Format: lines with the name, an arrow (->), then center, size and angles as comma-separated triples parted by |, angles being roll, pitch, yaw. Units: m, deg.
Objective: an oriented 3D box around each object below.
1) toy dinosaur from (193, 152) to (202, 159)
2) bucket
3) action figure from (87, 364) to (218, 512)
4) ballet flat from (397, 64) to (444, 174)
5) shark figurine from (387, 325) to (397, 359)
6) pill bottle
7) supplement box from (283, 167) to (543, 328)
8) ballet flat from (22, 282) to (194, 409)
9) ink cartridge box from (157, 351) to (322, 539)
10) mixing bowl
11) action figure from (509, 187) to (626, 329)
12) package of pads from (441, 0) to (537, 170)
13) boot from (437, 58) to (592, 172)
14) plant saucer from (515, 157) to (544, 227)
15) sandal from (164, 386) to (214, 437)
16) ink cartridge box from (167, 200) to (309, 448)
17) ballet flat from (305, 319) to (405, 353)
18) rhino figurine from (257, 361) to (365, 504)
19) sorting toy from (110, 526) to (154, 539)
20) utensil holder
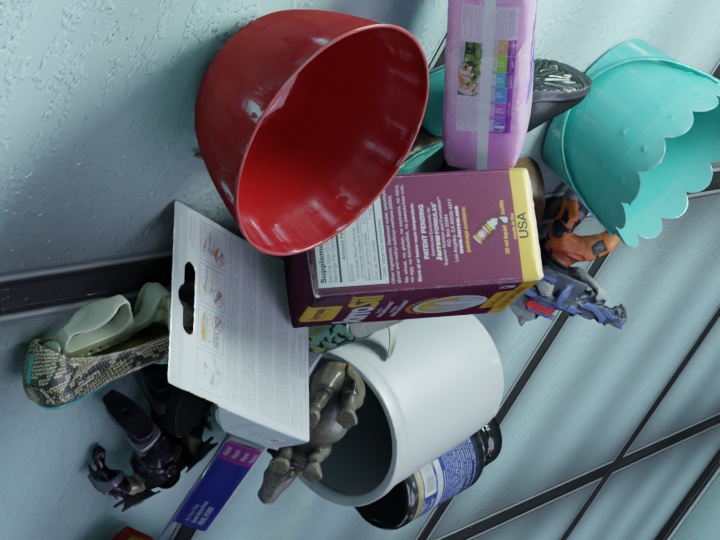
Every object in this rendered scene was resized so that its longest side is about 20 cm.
toy dinosaur -> -0.050, -0.111, 1.409 | 0.200, 0.060, 0.107 | -35, 121, -18
bucket -> 0.307, -0.146, 1.843 | 0.207, 0.135, 0.208 | -39, 154, -23
action figure -> -0.190, 0.149, 1.529 | 0.130, 0.069, 0.200 | -46, 161, -24
ballet flat -> 0.042, -0.125, 1.530 | 0.200, 0.067, 0.070 | -38, 178, -23
shark figurine -> -0.005, 0.009, 1.625 | 0.215, 0.089, 0.129 | 52, 47, -74
pill bottle -> 0.082, 0.232, 2.053 | 0.200, 0.112, 0.112 | -22, 145, -45
supplement box -> 0.041, -0.018, 1.440 | 0.199, 0.104, 0.131 | -4, 168, -11
ballet flat -> -0.192, 0.052, 1.386 | 0.199, 0.068, 0.076 | -22, 129, -42
ink cartridge box -> -0.113, 0.167, 1.580 | 0.200, 0.043, 0.197 | -59, -178, -36
mixing bowl -> -0.054, -0.123, 1.284 | 0.200, 0.108, 0.201 | -36, 147, -28
action figure -> 0.255, -0.009, 2.006 | 0.200, 0.105, 0.194 | 30, 107, -41
package of pads -> 0.111, -0.196, 1.413 | 0.121, 0.075, 0.201 | -80, 172, -48
boot -> 0.139, -0.108, 1.684 | 0.164, 0.066, 0.201 | -12, 131, -35
plant saucer -> 0.142, -0.034, 1.853 | 0.200, 0.037, 0.201 | -37, 153, -23
sandal -> -0.115, 0.088, 1.511 | 0.200, 0.045, 0.075 | -55, 153, -54
ink cartridge box -> -0.114, 0.050, 1.424 | 0.057, 0.163, 0.200 | -16, 154, 33
ballet flat -> 0.032, 0.009, 1.529 | 0.200, 0.074, 0.074 | -46, 156, -15
rhino figurine -> -0.054, 0.167, 1.651 | 0.200, 0.060, 0.088 | -56, -170, 38
sorting toy -> -0.254, 0.352, 1.699 | 0.199, 0.070, 0.200 | -42, 157, 0
utensil holder -> 0.032, 0.130, 1.753 | 0.200, 0.170, 0.170 | -25, 147, -46
